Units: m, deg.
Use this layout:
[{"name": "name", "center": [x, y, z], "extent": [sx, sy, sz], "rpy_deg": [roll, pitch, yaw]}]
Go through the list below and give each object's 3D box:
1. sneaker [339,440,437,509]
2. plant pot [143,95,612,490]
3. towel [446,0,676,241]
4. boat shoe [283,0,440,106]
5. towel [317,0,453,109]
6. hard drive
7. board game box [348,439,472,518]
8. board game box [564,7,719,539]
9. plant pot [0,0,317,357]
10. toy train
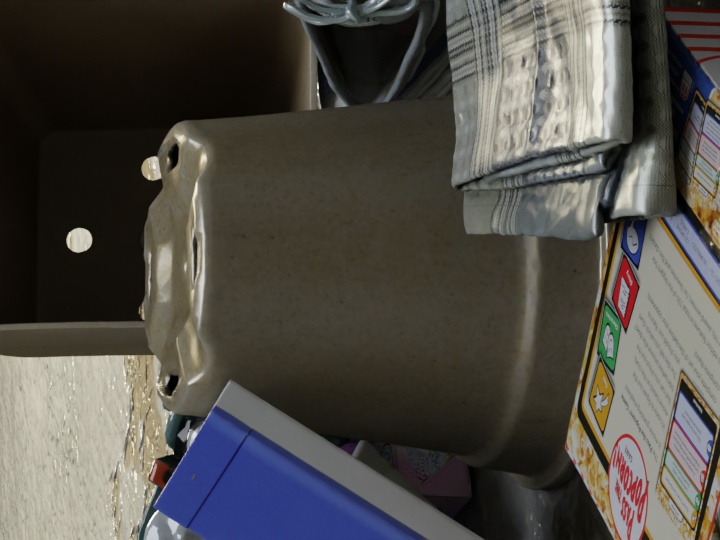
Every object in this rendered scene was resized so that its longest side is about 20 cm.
[{"name": "sneaker", "center": [0.001, 0.165, 1.395], "extent": [0.075, 0.099, 0.200], "rpy_deg": [-50, -10, -28]}, {"name": "plant pot", "center": [0.000, 0.000, 1.270], "extent": [0.200, 0.183, 0.201], "rpy_deg": [-178, 90, -75]}, {"name": "towel", "center": [0.068, -0.110, 1.085], "extent": [0.192, 0.034, 0.201], "rpy_deg": [175, 91, -70]}, {"name": "boat shoe", "center": [0.003, -0.122, 1.240], "extent": [0.202, 0.074, 0.065], "rpy_deg": [87, -168, -81]}, {"name": "towel", "center": [0.022, -0.152, 1.392], "extent": [0.147, 0.024, 0.201], "rpy_deg": [-45, 37, 39]}, {"name": "hard drive", "center": [0.008, 0.132, 1.234], "extent": [0.025, 0.200, 0.132], "rpy_deg": [-58, 1, -27]}, {"name": "board game box", "center": [0.005, 0.062, 1.507], "extent": [0.200, 0.043, 0.200], "rpy_deg": [122, 145, -61]}, {"name": "board game box", "center": [0.134, 0.024, 1.034], "extent": [0.152, 0.046, 0.201], "rpy_deg": [-114, 29, -56]}, {"name": "plant pot", "center": [-0.118, -0.043, 1.466], "extent": [0.177, 0.199, 0.201], "rpy_deg": [87, -177, -74]}, {"name": "toy train", "center": [-0.062, 0.109, 1.412], "extent": [0.200, 0.085, 0.114], "rpy_deg": [0, -70, -82]}]
